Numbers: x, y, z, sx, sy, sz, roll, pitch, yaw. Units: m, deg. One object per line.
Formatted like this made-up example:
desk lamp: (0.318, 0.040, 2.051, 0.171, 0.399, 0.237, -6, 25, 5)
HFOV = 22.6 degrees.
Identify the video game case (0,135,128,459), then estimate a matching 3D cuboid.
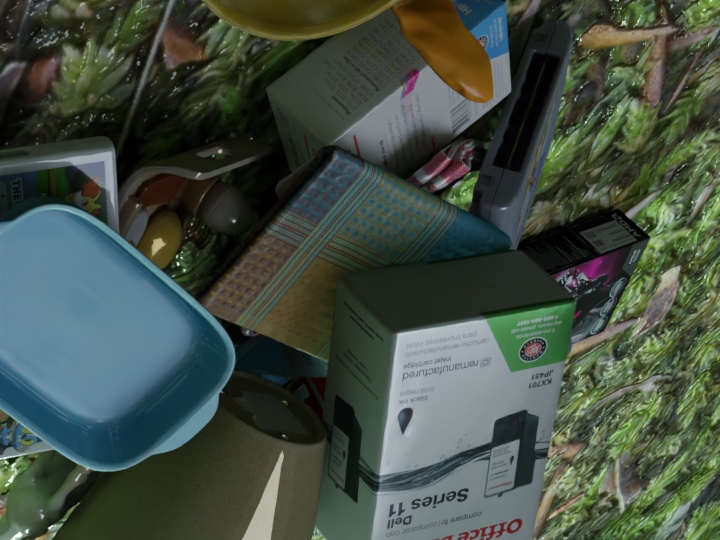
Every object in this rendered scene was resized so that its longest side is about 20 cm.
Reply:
video game case: (-0.227, 0.026, 1.032, 0.182, 0.022, 0.200, -9, 122, -18)

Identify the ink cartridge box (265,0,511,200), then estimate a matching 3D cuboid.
ink cartridge box: (0.007, -0.111, 1.225, 0.200, 0.068, 0.115, -40, 156, -12)

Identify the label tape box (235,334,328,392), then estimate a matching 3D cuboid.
label tape box: (-0.082, 0.101, 1.364, 0.143, 0.066, 0.200, -40, 153, 21)

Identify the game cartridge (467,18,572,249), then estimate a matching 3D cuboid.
game cartridge: (0.115, -0.077, 1.350, 0.133, 0.041, 0.200, 89, 18, -51)

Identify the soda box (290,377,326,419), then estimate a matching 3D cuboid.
soda box: (-0.065, 0.160, 1.340, 0.070, 0.063, 0.200, 4, 140, -50)

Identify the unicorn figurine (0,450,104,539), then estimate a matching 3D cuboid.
unicorn figurine: (-0.216, 0.143, 1.252, 0.200, 0.074, 0.137, -19, 153, -49)

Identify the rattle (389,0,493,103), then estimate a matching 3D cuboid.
rattle: (0.070, -0.228, 1.087, 0.200, 0.143, 0.130, -50, 154, 9)

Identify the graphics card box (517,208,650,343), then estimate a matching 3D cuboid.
graphics card box: (0.167, 0.025, 1.643, 0.200, 0.051, 0.126, -19, 142, -41)

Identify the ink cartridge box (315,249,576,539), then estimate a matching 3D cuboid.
ink cartridge box: (0.054, 0.098, 1.227, 0.146, 0.083, 0.200, -9, 122, -27)

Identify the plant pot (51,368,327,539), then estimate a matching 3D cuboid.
plant pot: (-0.106, 0.175, 1.227, 0.187, 0.187, 0.200, 4, 119, -55)

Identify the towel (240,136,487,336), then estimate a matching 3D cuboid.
towel: (0.005, -0.023, 1.284, 0.200, 0.030, 0.146, -39, 180, 13)

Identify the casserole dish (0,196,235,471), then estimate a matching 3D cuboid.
casserole dish: (-0.161, 0.033, 1.028, 0.121, 0.039, 0.200, -42, 126, 5)

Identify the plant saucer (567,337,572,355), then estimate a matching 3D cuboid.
plant saucer: (0.065, 0.027, 1.376, 0.201, 0.201, 0.039, -14, 117, -44)

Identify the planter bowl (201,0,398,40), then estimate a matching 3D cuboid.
planter bowl: (-0.031, -0.234, 0.986, 0.200, 0.083, 0.201, -21, 136, -23)

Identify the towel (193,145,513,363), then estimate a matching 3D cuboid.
towel: (0.000, 0.000, 1.205, 0.147, 0.022, 0.200, -48, 138, 16)

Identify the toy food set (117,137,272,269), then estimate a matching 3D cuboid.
toy food set: (-0.131, 0.008, 1.147, 0.200, 0.060, 0.143, -60, 173, 17)

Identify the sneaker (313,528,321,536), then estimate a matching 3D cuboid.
sneaker: (-0.030, 0.166, 1.543, 0.091, 0.078, 0.200, -14, 138, -38)
